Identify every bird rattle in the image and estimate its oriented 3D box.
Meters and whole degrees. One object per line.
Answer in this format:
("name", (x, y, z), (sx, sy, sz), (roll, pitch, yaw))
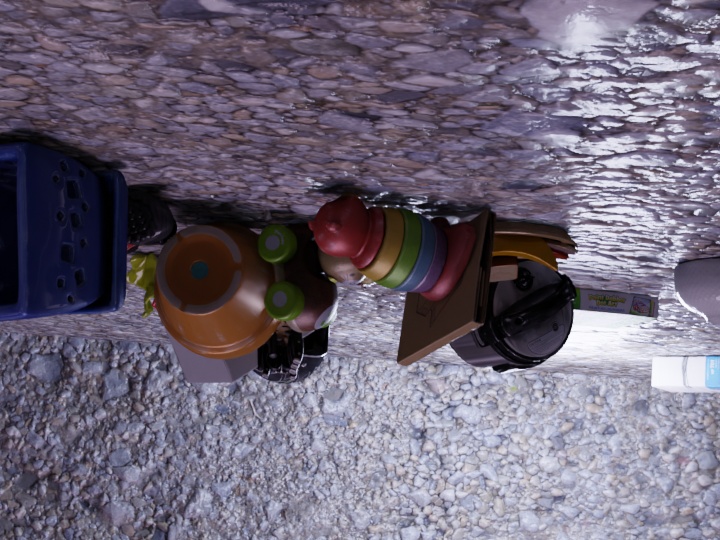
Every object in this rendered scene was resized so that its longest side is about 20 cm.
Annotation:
("bird rattle", (-0.336, 0.030, 2.031), (0.161, 0.114, 0.200), (-16, 168, 14))

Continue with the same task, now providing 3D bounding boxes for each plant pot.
("plant pot", (-0.399, -0.038, 1.348), (0.198, 0.204, 0.179), (-4, 175, 37))
("plant pot", (-0.213, 0.016, 1.590), (0.197, 0.204, 0.183), (3, 168, 4))

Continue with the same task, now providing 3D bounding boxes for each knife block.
("knife block", (-0.122, 0.064, 1.723), (0.063, 0.203, 0.175), (7, -176, -17))

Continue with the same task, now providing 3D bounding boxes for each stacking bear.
("stacking bear", (0.030, -0.039, 1.437), (0.198, 0.115, 0.121), (18, -179, -25))

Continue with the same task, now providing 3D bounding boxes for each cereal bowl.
("cereal bowl", (0.587, 0.039, 1.715), (0.197, 0.085, 0.200), (5, 170, 1))

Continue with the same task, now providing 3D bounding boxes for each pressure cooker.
("pressure cooker", (0.240, 0.067, 1.755), (0.177, 0.178, 0.199), (26, 161, -21))

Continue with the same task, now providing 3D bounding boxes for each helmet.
("helmet", (-0.158, 0.134, 2.246), (0.197, 0.194, 0.200), (4, 171, 1))

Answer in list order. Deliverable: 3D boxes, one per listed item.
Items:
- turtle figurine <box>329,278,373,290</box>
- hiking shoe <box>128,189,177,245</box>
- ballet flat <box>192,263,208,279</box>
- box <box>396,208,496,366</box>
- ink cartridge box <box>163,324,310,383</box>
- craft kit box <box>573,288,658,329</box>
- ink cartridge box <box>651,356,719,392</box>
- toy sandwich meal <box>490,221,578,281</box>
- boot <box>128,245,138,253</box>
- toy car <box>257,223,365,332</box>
("turtle figurine", (0.000, 0.000, 1.791), (0.159, 0.066, 0.200), (0, 169, 24))
("hiking shoe", (-0.294, -0.073, 1.533), (0.099, 0.077, 0.199), (-3, -177, -35))
("ballet flat", (-0.212, -0.020, 1.816), (0.074, 0.076, 0.198), (12, 169, -40))
("box", (0.115, 0.027, 1.491), (0.021, 0.166, 0.200), (20, 152, -20))
("ink cartridge box", (-0.213, 0.083, 1.883), (0.146, 0.148, 0.199), (-7, -162, 48))
("craft kit box", (0.437, 0.074, 2.097), (0.194, 0.049, 0.200), (9, 170, -9))
("ink cartridge box", (0.900, 0.279, 2.941), (0.198, 0.087, 0.145), (-3, 168, 41))
("toy sandwich meal", (0.211, -0.018, 1.578), (0.202, 0.071, 0.205), (4, 170, 1))
("boot", (-0.392, -0.033, 1.633), (0.143, 0.073, 0.200), (-25, -174, -4))
("toy car", (-0.024, -0.004, 1.590), (0.197, 0.160, 0.164), (-12, 169, 18))
